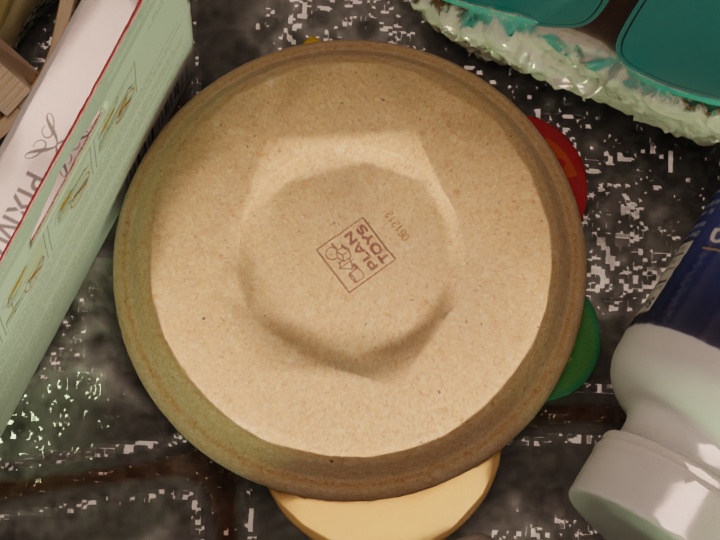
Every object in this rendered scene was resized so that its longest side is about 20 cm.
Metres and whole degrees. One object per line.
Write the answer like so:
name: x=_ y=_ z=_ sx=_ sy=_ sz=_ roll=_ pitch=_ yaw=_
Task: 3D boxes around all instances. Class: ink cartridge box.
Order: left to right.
ink cartridge box: x=-0.126 y=-0.028 z=1.056 sx=0.043 sy=0.174 sz=0.201 roll=25 pitch=76 yaw=5

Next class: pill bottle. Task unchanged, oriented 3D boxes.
pill bottle: x=0.168 y=0.026 z=1.074 sx=0.111 sy=0.111 sz=0.200 roll=32 pitch=77 yaw=8

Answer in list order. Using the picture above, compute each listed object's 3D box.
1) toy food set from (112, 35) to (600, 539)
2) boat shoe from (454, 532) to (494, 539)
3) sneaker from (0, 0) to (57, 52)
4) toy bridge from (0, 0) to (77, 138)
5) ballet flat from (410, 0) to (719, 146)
toy food set: x=0.000 y=0.000 z=1.114 sx=0.200 sy=0.049 sz=0.198 roll=37 pitch=78 yaw=9
boat shoe: x=-0.013 y=0.182 z=1.057 sx=0.200 sy=0.076 sz=0.072 roll=-41 pitch=82 yaw=-1
sneaker: x=-0.079 y=-0.159 z=1.150 sx=0.089 sy=0.077 sz=0.200 roll=39 pitch=82 yaw=-3
toy bridge: x=-0.157 y=-0.090 z=1.106 sx=0.067 sy=0.027 sz=0.200 roll=42 pitch=107 yaw=-12
ballet flat: x=0.110 y=-0.091 z=1.104 sx=0.199 sy=0.072 sz=0.072 roll=25 pitch=75 yaw=33
